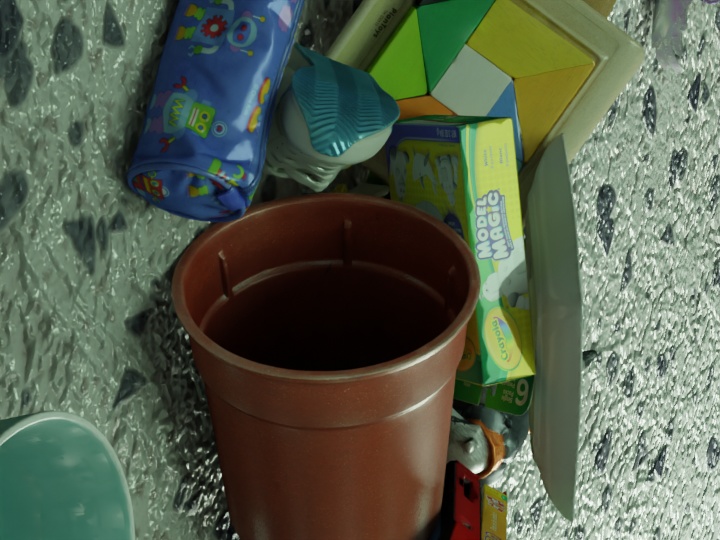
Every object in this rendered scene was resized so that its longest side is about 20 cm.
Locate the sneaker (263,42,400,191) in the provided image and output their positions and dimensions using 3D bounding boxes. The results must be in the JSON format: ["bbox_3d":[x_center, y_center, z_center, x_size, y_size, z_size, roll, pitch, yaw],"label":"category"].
[{"bbox_3d":[-0.025,-0.090,1.517,0.200,0.076,0.081,-102,-146,-77],"label":"sneaker"}]

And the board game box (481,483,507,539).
[{"bbox_3d":[0.071,0.219,1.647,0.096,0.030,0.200,-59,180,12],"label":"board game box"}]

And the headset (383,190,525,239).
[{"bbox_3d":[0.076,-0.011,1.736,0.199,0.094,0.125,-10,90,-41],"label":"headset"}]

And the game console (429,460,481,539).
[{"bbox_3d":[0.031,0.232,1.629,0.178,0.031,0.200,-59,-177,12],"label":"game console"}]

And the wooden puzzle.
[{"bbox_3d":[0.079,-0.132,1.638,0.186,0.199,0.037,-54,-161,7],"label":"wooden puzzle"}]

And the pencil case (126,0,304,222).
[{"bbox_3d":[-0.080,-0.131,1.458,0.078,0.086,0.202,46,56,-59],"label":"pencil case"}]

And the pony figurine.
[{"bbox_3d":[0.328,-0.307,2.222,0.199,0.165,0.195,25,66,-47],"label":"pony figurine"}]

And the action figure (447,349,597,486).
[{"bbox_3d":[0.104,0.087,1.812,0.194,0.104,0.202,-47,139,-52],"label":"action figure"}]

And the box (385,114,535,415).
[{"bbox_3d":[0.067,-0.003,1.579,0.048,0.117,0.202,-12,99,-25],"label":"box"}]

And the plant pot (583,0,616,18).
[{"bbox_3d":[0.095,-0.177,1.735,0.186,0.185,0.202,-1,109,-64],"label":"plant pot"}]

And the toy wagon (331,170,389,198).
[{"bbox_3d":[0.000,0.000,1.714,0.200,0.039,0.156,56,47,-53],"label":"toy wagon"}]

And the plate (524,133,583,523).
[{"bbox_3d":[0.134,0.039,1.629,0.201,0.032,0.201,-89,177,-51],"label":"plate"}]

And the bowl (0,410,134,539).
[{"bbox_3d":[-0.214,0.167,1.232,0.201,0.104,0.203,-29,123,-60],"label":"bowl"}]

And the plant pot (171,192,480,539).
[{"bbox_3d":[-0.019,0.086,1.539,0.201,0.199,0.197,-52,148,-47],"label":"plant pot"}]
